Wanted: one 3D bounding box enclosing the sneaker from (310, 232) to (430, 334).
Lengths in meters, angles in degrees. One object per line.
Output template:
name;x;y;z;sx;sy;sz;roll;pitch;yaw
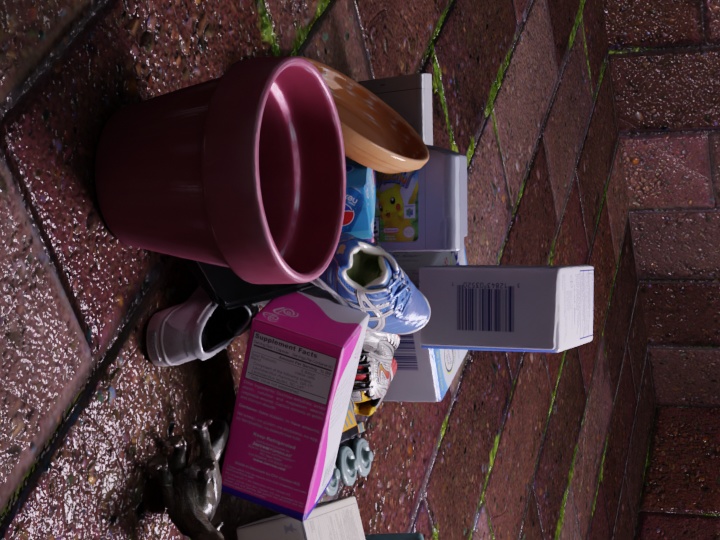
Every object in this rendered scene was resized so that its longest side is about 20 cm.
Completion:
sneaker;0.013;0.019;1.402;0.200;0.077;0.076;32;76;-43

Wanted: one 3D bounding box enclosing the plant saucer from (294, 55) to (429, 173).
plant saucer;-0.011;-0.175;1.540;0.038;0.200;0.200;-53;168;19

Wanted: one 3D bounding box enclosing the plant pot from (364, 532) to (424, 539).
plant pot;0.032;0.436;1.668;0.201;0.140;0.142;-75;155;-51

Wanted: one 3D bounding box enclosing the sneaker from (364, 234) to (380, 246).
sneaker;0.000;0.000;1.545;0.096;0.079;0.200;55;3;-14

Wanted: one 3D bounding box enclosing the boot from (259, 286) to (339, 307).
boot;-0.048;0.051;1.489;0.074;0.095;0.200;-53;151;6

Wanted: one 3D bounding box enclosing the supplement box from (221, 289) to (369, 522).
supplement box;-0.068;0.135;1.365;0.101;0.103;0.201;-48;154;-67

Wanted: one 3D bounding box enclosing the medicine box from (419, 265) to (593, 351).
medicine box;0.191;0.045;1.709;0.200;0.181;0.104;-1;91;-68

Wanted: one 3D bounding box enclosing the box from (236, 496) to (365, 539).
box;-0.058;0.308;1.461;0.200;0.077;0.096;18;58;-73

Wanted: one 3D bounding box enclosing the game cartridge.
game cartridge;0.048;-0.089;1.640;0.040;0.199;0.135;4;86;-44

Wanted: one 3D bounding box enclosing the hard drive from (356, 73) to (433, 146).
hard drive;0.038;-0.143;1.692;0.027;0.131;0.202;-3;93;-45

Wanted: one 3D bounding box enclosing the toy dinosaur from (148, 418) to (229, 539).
toy dinosaur;-0.160;0.209;1.274;0.200;0.076;0.103;-108;-165;-66

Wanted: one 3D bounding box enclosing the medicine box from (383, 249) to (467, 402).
medicine box;0.078;0.052;1.831;0.200;0.102;0.184;-53;138;-56

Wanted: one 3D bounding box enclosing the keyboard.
keyboard;-0.119;-0.025;1.349;0.128;0.021;0.200;59;27;9

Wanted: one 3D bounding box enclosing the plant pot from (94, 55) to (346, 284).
plant pot;-0.129;-0.087;1.190;0.200;0.178;0.202;0;90;-68

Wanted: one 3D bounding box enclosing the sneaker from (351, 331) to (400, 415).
sneaker;0.007;0.121;1.652;0.200;0.077;0.083;75;30;-61

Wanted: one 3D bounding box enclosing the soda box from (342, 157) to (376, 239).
soda box;-0.019;-0.098;1.542;0.200;0.067;0.065;-85;167;-68

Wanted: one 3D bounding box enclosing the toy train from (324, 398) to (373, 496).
toy train;-0.049;0.196;1.538;0.200;0.085;0.115;-11;90;-69

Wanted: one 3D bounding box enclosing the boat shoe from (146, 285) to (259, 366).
boat shoe;-0.137;0.044;1.316;0.200;0.068;0.073;-23;111;-67
